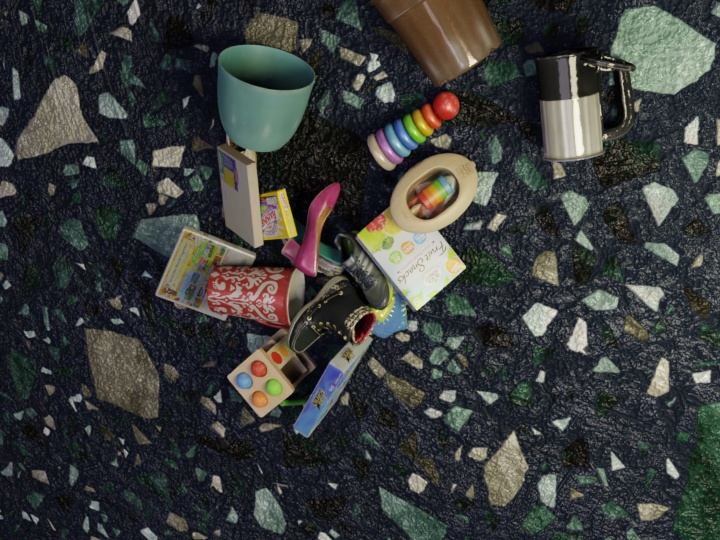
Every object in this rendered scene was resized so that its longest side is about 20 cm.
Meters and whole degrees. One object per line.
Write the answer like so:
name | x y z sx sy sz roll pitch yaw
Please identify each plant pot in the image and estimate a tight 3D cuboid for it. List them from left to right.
plant pot | -0.205 -0.346 1.688 0.198 0.201 0.163 26 127 12
plant pot | 0.149 -0.463 1.506 0.198 0.201 0.200 -27 106 28

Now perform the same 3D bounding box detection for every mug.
mug | -0.237 0.071 1.865 0.196 0.134 0.181 6 116 12

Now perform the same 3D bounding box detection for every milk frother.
milk frother | 0.398 -0.293 1.449 0.177 0.200 0.192 -4 107 19

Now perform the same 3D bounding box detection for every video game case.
video game case | -0.366 0.009 1.929 0.179 0.023 0.202 21 119 -17
video game case | -0.060 0.252 1.842 0.045 0.181 0.202 32 118 6

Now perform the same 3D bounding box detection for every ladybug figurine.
ladybug figurine | 0.149 -0.154 1.647 0.198 0.072 0.137 -33 85 2

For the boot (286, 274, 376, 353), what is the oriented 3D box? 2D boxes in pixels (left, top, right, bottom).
boot | -0.065 0.124 1.770 0.204 0.073 0.154 -50 43 3

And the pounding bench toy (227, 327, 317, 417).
pounding bench toy | -0.185 0.268 1.914 0.124 0.156 0.201 -39 91 28

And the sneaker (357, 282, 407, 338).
sneaker | 0.076 0.066 1.794 0.104 0.076 0.201 30 111 -23

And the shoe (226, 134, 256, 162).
shoe | -0.272 -0.288 1.809 0.069 0.053 0.204 5 110 20

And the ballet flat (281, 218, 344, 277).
ballet flat | -0.121 -0.047 1.828 0.199 0.072 0.073 34 118 9

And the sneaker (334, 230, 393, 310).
sneaker | 0.000 0.000 1.741 0.074 0.080 0.202 -45 61 27

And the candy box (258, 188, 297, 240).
candy box | -0.206 -0.119 1.799 0.199 0.026 0.104 -1 108 57

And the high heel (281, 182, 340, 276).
high heel | -0.081 -0.088 1.760 0.095 0.067 0.201 35 85 18

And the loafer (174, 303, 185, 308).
loafer | -0.422 0.009 1.972 0.071 0.063 0.202 28 117 11

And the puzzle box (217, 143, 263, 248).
puzzle box | -0.265 -0.165 1.809 0.133 0.025 0.203 35 137 43

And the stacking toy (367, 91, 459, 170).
stacking toy | 0.111 -0.290 1.642 0.199 0.085 0.086 -35 94 22

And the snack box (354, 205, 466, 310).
snack box | 0.103 -0.039 1.706 0.142 0.053 0.201 -39 92 -6
